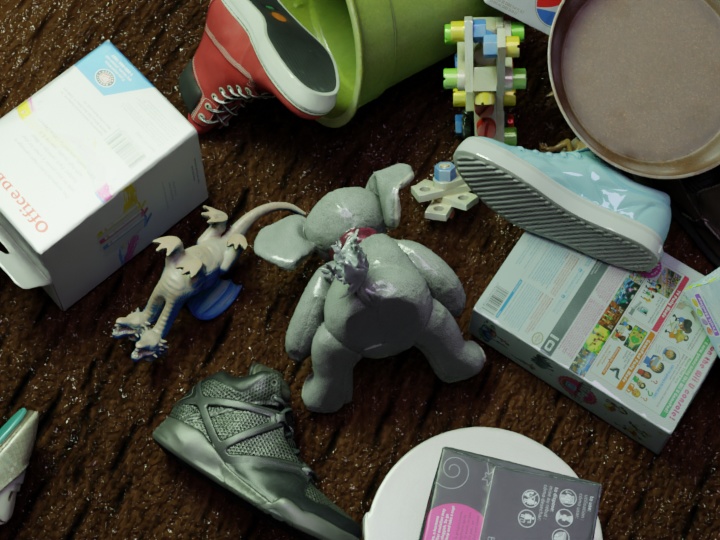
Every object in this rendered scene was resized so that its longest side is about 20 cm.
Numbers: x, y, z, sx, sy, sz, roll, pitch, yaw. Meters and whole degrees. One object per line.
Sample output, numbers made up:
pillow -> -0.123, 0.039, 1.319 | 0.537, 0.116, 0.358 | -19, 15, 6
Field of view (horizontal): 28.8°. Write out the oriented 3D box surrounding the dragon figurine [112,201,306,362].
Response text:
dragon figurine -> -0.140, 0.002, 1.246 | 0.059, 0.100, 0.200 | 39, 51, 17

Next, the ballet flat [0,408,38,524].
ballet flat -> -0.326, 0.204, 1.161 | 0.062, 0.067, 0.200 | 46, 74, -12

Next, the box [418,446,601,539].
box -> 0.099, 0.257, 1.066 | 0.130, 0.115, 0.202 | 13, 68, 3

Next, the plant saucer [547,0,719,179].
plant saucer -> 0.254, -0.176, 1.210 | 0.197, 0.034, 0.203 | 1, 82, -8

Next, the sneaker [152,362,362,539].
sneaker -> -0.066, 0.150, 1.171 | 0.198, 0.076, 0.115 | 32, 75, 18

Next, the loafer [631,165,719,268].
loafer -> 0.329, -0.060, 1.275 | 0.200, 0.072, 0.073 | 40, 71, 16

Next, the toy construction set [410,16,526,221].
toy construction set -> 0.106, -0.143, 1.263 | 0.091, 0.202, 0.132 | 11, 31, -3

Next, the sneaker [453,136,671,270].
sneaker -> 0.178, -0.075, 1.216 | 0.198, 0.074, 0.083 | 28, 63, -3

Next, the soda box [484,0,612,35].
soda box -> 0.199, -0.242, 1.266 | 0.198, 0.068, 0.064 | 21, 25, -25

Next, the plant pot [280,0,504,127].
plant pot -> 0.030, -0.258, 1.310 | 0.188, 0.201, 0.201 | -20, 67, -22

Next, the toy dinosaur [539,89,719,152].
toy dinosaur -> 0.232, -0.133, 1.305 | 0.199, 0.060, 0.107 | -38, 63, 15

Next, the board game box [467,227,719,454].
board game box -> 0.216, 0.042, 1.232 | 0.199, 0.064, 0.148 | 32, 69, 13

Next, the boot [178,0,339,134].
boot -> -0.099, -0.161, 1.275 | 0.072, 0.145, 0.200 | 7, 33, -39

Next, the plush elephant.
plush elephant -> 0.000, 0.000, 1.203 | 0.163, 0.201, 0.156 | -17, 45, 4

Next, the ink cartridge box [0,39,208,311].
ink cartridge box -> -0.254, -0.075, 1.242 | 0.200, 0.126, 0.129 | -39, 72, -17

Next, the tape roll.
tape roll -> 0.100, 0.230, 1.160 | 0.200, 0.037, 0.205 | 1, 66, -1

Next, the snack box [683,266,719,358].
snack box -> 0.400, 0.041, 1.193 | 0.199, 0.068, 0.170 | -27, 88, -23
